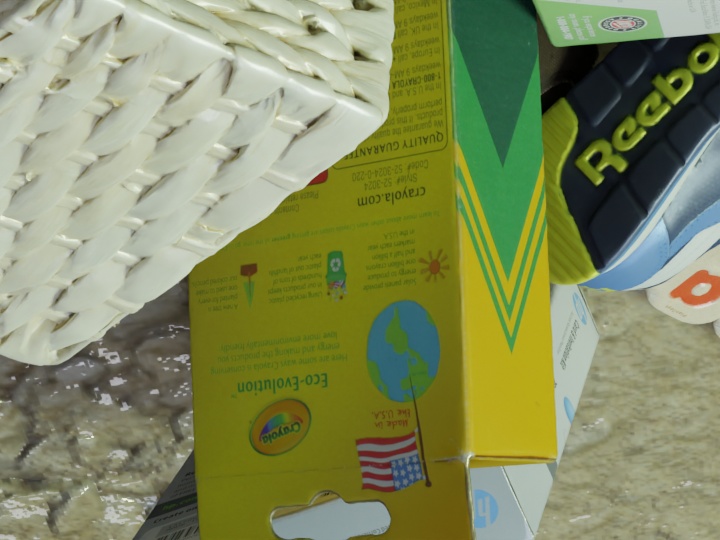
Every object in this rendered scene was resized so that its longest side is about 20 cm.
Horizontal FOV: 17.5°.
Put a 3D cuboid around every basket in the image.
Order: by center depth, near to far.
[{"bbox_3d":[-0.092,-0.070,0.727,0.135,0.124,0.200,21,142,-34],"label":"basket"}]

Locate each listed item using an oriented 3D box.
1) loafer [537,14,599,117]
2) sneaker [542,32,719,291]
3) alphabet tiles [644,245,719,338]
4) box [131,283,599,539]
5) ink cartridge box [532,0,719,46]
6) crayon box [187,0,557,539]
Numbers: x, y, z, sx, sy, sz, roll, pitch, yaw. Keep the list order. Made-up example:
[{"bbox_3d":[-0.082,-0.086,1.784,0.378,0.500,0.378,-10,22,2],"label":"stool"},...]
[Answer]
[{"bbox_3d":[0.030,-0.025,0.878,0.071,0.073,0.200,13,138,-18],"label":"loafer"},{"bbox_3d":[0.138,-0.067,0.826,0.200,0.074,0.082,-40,151,12],"label":"sneaker"},{"bbox_3d":[0.220,-0.023,0.947,0.200,0.015,0.196,23,133,-30],"label":"alphabet tiles"},{"bbox_3d":[0.004,0.068,0.905,0.155,0.200,0.041,-20,105,18],"label":"box"},{"bbox_3d":[0.149,-0.123,0.724,0.199,0.068,0.117,-4,169,10],"label":"ink cartridge box"},{"bbox_3d":[0.000,0.000,0.783,0.127,0.201,0.051,-7,171,41],"label":"crayon box"}]
